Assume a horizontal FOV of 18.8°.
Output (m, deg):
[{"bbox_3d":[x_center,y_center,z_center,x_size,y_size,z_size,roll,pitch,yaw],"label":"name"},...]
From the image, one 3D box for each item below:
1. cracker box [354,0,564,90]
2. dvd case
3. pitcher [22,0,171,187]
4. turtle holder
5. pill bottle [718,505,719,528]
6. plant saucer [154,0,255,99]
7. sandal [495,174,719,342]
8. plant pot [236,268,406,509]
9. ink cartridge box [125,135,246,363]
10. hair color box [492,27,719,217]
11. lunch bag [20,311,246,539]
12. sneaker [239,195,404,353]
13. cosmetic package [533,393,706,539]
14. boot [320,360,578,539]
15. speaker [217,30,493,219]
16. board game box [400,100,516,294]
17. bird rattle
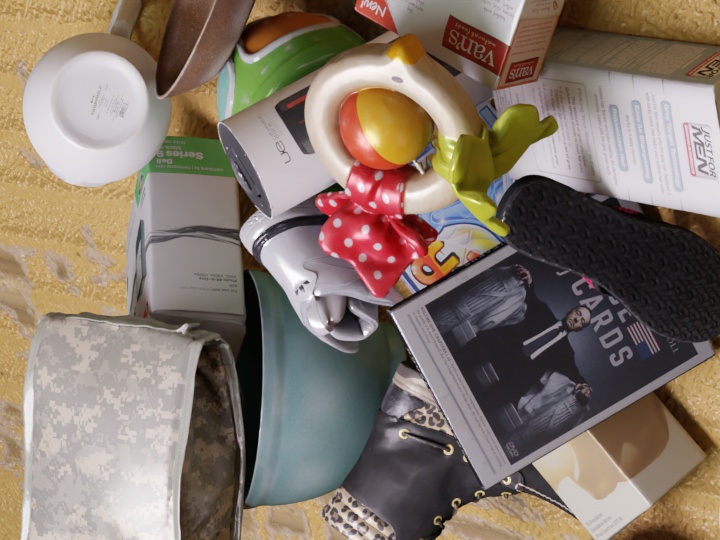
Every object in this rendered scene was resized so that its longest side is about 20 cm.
[{"bbox_3d":[0.085,-0.241,1.476,0.134,0.058,0.201,33,121,29],"label":"cracker box"},{"bbox_3d":[0.140,0.045,1.575,0.151,0.199,0.025,61,174,-8],"label":"dvd case"},{"bbox_3d":[-0.214,-0.157,1.811,0.121,0.172,0.200,14,178,-8],"label":"pitcher"},{"bbox_3d":[-0.041,-0.122,1.711,0.132,0.141,0.186,48,179,41],"label":"turtle holder"},{"bbox_3d":[0.328,0.123,1.475,0.120,0.120,0.200,39,140,21],"label":"pill bottle"},{"bbox_3d":[-0.108,-0.222,1.684,0.037,0.201,0.200,20,145,-15],"label":"plant saucer"},{"bbox_3d":[0.182,-0.014,1.540,0.199,0.075,0.045,27,-173,-18],"label":"sandal"},{"bbox_3d":[-0.036,0.101,1.824,0.200,0.134,0.201,-178,90,-77],"label":"plant pot"},{"bbox_3d":[-0.152,0.005,1.866,0.146,0.084,0.201,108,162,-47],"label":"ink cartridge box"},{"bbox_3d":[0.187,-0.106,1.509,0.200,0.061,0.099,14,127,43],"label":"hair color box"},{"bbox_3d":[-0.182,0.132,1.756,0.163,0.117,0.201,7,100,28],"label":"lunch bag"},{"bbox_3d":[0.000,0.000,1.678,0.075,0.200,0.115,-42,68,31],"label":"sneaker"},{"bbox_3d":[0.162,0.103,1.679,0.200,0.071,0.105,49,150,9],"label":"cosmetic package"},{"bbox_3d":[0.079,0.183,1.750,0.200,0.151,0.073,33,-177,-5],"label":"boot"},{"bbox_3d":[-0.002,-0.117,1.585,0.081,0.199,0.081,57,168,20],"label":"speaker"},{"bbox_3d":[0.103,-0.008,1.619,0.200,0.135,0.034,51,175,6],"label":"board game box"},{"bbox_3d":[0.031,-0.084,1.492,0.200,0.113,0.163,-16,116,48],"label":"bird rattle"}]
